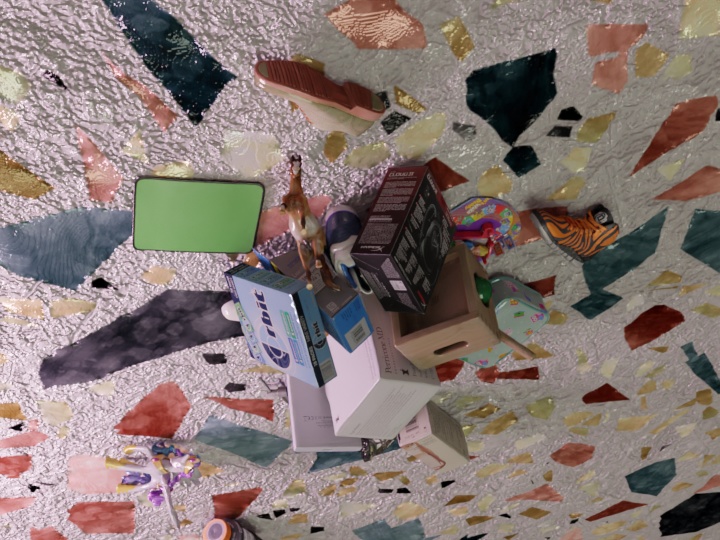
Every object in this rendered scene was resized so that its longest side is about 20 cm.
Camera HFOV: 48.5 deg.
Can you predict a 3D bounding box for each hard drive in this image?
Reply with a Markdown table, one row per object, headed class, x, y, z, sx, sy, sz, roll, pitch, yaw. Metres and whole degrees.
| class | x | y | z | sx | sy | sz | roll | pitch | yaw |
| --- | --- | --- | --- | --- | --- | --- | --- | --- | --- |
| hard drive | -0.074 | 0.255 | 1.557 | 0.132 | 0.200 | 0.025 | 4 | 144 | -19 |

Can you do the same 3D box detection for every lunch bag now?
| class | x | y | z | sx | sy | sz | roll | pitch | yaw |
| --- | --- | --- | --- | --- | --- | --- | --- | --- | --- |
| lunch bag | 0.261 | 0.105 | 1.573 | 0.160 | 0.077 | 0.200 | 21 | 129 | -36 |

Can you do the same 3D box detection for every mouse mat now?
| class | x | y | z | sx | sy | sz | roll | pitch | yaw |
| --- | --- | --- | --- | --- | --- | --- | --- | --- | --- |
| mouse mat | -0.259 | -0.084 | 1.268 | 0.200 | 0.008 | 0.161 | 2 | 137 | -16 |

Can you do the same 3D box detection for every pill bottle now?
| class | x | y | z | sx | sy | sz | roll | pitch | yaw |
| --- | --- | --- | --- | --- | --- | --- | --- | --- | --- |
| pill bottle | -0.334 | 0.717 | 2.092 | 0.106 | 0.106 | 0.200 | -22 | 138 | 10 |

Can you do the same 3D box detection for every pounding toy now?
| class | x | y | z | sx | sy | sz | roll | pitch | yaw |
| --- | --- | --- | --- | --- | --- | --- | --- | --- | --- |
| pounding toy | 0.171 | 0.078 | 1.384 | 0.200 | 0.184 | 0.142 | -22 | 140 | 21 |

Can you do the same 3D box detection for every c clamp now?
| class | x | y | z | sx | sy | sz | roll | pitch | yaw |
| --- | --- | --- | --- | --- | --- | --- | --- | --- | --- |
| c clamp | -0.096 | 0.256 | 1.654 | 0.200 | 0.027 | 0.171 | -3 | 152 | 6 |

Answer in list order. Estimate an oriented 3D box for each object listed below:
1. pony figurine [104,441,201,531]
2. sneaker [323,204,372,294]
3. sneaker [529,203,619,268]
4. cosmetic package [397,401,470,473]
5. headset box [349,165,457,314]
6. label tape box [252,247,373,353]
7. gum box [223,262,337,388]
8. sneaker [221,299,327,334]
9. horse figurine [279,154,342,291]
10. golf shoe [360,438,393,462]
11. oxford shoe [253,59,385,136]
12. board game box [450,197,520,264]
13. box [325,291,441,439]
| class | x | y | z | sx | sy | sz | roll | pitch | yaw |
| --- | --- | --- | --- | --- | --- | --- | --- | --- | --- |
| pony figurine | -0.435 | 0.453 | 1.747 | 0.200 | 0.167 | 0.193 | 2 | 132 | 5 |
| sneaker | 0.000 | 0.000 | 1.326 | 0.080 | 0.147 | 0.200 | -20 | 139 | 9 |
| sneaker | 0.380 | -0.082 | 1.403 | 0.112 | 0.078 | 0.200 | -38 | 145 | 21 |
| cosmetic package | 0.165 | 0.383 | 1.848 | 0.087 | 0.103 | 0.200 | -28 | 136 | 19 |
| headset box | 0.076 | -0.056 | 1.256 | 0.077 | 0.200 | 0.149 | 2 | 144 | 31 |
| label tape box | -0.077 | 0.031 | 1.329 | 0.063 | 0.200 | 0.144 | -43 | 152 | -12 |
| gum box | -0.133 | 0.086 | 1.307 | 0.045 | 0.200 | 0.170 | -30 | 117 | -33 |
| sneaker | -0.146 | 0.089 | 1.429 | 0.200 | 0.085 | 0.073 | 1 | 157 | -15 |
| horse figurine | -0.082 | -0.058 | 1.207 | 0.050 | 0.133 | 0.200 | -17 | 121 | 7 |
| golf shoe | 0.042 | 0.351 | 1.813 | 0.094 | 0.078 | 0.200 | -17 | 145 | -23 |
| oxford shoe | -0.064 | -0.230 | 1.105 | 0.200 | 0.071 | 0.074 | 15 | 135 | -29 |
| board game box | 0.190 | -0.044 | 1.409 | 0.200 | 0.039 | 0.158 | -32 | 136 | 20 |
| box | 0.030 | 0.181 | 1.500 | 0.131 | 0.199 | 0.200 | 9 | 137 | -26 |
